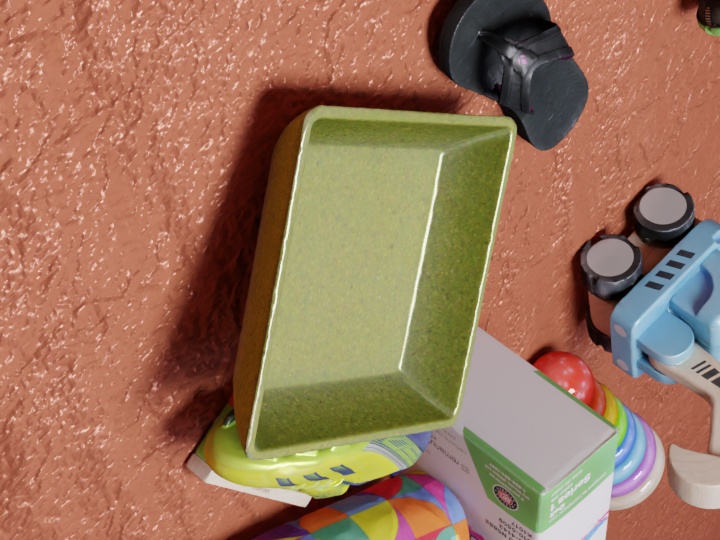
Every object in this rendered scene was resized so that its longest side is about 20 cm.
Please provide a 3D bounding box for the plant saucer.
[{"bbox_3d":[0.000,0.000,1.039,0.200,0.048,0.200,-3,108,-51],"label":"plant saucer"}]

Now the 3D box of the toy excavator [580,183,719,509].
[{"bbox_3d":[0.248,0.058,1.334,0.194,0.200,0.100,-43,147,-20],"label":"toy excavator"}]

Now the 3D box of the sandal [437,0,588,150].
[{"bbox_3d":[0.109,-0.126,1.106,0.075,0.048,0.200,-56,150,3],"label":"sandal"}]

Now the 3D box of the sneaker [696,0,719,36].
[{"bbox_3d":[0.301,-0.242,1.255,0.200,0.077,0.084,-49,132,-16],"label":"sneaker"}]

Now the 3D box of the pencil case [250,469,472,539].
[{"bbox_3d":[-0.013,0.204,1.206,0.200,0.088,0.089,-15,132,-36],"label":"pencil case"}]

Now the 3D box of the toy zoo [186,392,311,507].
[{"bbox_3d":[-0.019,0.057,1.134,0.200,0.020,0.131,-58,150,4],"label":"toy zoo"}]

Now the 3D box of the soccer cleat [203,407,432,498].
[{"bbox_3d":[-0.024,0.116,1.101,0.200,0.065,0.084,-8,129,-52],"label":"soccer cleat"}]

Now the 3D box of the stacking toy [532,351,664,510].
[{"bbox_3d":[0.183,0.122,1.441,0.085,0.085,0.200,-50,143,-8],"label":"stacking toy"}]

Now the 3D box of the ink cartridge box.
[{"bbox_3d":[0.100,0.158,1.279,0.084,0.145,0.200,-36,146,-28],"label":"ink cartridge box"}]
